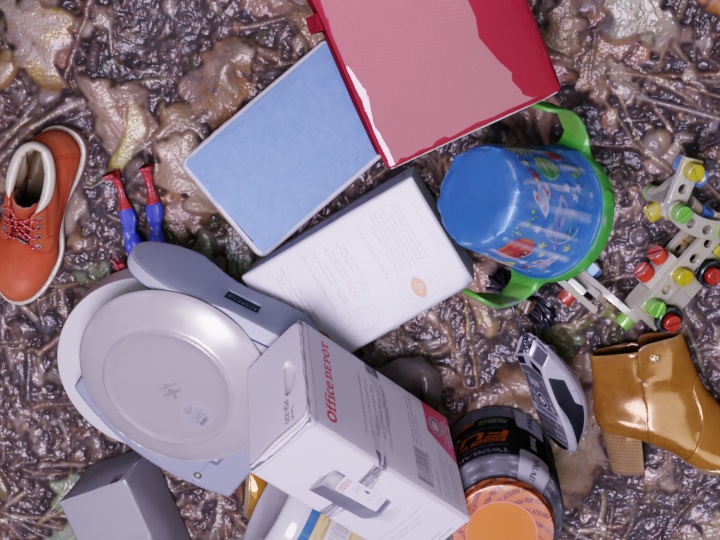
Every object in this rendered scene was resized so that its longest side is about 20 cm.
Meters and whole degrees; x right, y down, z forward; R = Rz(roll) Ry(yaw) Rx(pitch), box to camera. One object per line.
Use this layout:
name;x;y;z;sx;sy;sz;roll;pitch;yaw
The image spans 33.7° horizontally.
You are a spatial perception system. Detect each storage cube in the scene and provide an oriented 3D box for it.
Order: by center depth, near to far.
storage cube;0.064;-0.217;1.115;0.200;0.171;0.180;-24;100;1

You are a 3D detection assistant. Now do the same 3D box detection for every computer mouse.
computer mouse;0.194;0.096;1.231;0.044;0.110;0.200;-27;112;-13

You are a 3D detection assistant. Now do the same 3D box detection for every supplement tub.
supplement tub;0.140;0.222;1.197;0.122;0.200;0.123;1;102;4
supplement tub;-0.005;0.281;1.202;0.200;0.145;0.145;29;103;-11

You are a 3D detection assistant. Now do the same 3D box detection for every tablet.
tablet;-0.067;-0.125;1.213;0.200;0.014;0.130;-41;94;-3

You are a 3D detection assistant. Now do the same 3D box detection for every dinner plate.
dinner plate;-0.185;0.111;1.160;0.200;0.024;0.200;7;121;11

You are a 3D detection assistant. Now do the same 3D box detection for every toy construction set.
toy construction set;0.291;-0.015;1.190;0.200;0.092;0.131;-42;120;19

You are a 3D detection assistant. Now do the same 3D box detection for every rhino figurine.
rhino figurine;0.004;0.137;1.223;0.200;0.060;0.088;-4;96;-31

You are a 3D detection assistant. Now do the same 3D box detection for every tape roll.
tape roll;-0.214;0.093;1.248;0.202;0.037;0.203;1;111;2

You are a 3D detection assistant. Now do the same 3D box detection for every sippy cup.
sippy cup;0.147;-0.062;1.119;0.140;0.130;0.178;-19;71;41

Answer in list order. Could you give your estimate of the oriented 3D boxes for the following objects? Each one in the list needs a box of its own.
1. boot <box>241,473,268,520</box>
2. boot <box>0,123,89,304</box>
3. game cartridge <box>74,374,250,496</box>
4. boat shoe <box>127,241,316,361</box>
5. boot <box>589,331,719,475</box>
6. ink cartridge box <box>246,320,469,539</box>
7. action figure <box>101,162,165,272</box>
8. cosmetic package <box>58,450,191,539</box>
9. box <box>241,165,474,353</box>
boot;-0.056;0.263;1.299;0.144;0.071;0.202;-4;93;-8
boot;-0.345;-0.051;1.228;0.075;0.107;0.200;18;104;-1
game cartridge;-0.185;0.139;1.223;0.200;0.041;0.133;38;105;-9
boat shoe;-0.145;0.048;1.170;0.202;0.075;0.086;26;123;3
boot;0.341;0.132;1.219;0.201;0.071;0.144;-6;104;11
ink cartridge box;-0.005;0.159;1.099;0.200;0.146;0.085;38;113;-27
action figure;-0.223;-0.009;1.257;0.065;0.052;0.200;-12;103;5
cosmetic package;-0.238;0.305;1.294;0.090;0.107;0.200;-23;98;9
box;0.000;0.000;1.214;0.200;0.097;0.125;-30;98;10
